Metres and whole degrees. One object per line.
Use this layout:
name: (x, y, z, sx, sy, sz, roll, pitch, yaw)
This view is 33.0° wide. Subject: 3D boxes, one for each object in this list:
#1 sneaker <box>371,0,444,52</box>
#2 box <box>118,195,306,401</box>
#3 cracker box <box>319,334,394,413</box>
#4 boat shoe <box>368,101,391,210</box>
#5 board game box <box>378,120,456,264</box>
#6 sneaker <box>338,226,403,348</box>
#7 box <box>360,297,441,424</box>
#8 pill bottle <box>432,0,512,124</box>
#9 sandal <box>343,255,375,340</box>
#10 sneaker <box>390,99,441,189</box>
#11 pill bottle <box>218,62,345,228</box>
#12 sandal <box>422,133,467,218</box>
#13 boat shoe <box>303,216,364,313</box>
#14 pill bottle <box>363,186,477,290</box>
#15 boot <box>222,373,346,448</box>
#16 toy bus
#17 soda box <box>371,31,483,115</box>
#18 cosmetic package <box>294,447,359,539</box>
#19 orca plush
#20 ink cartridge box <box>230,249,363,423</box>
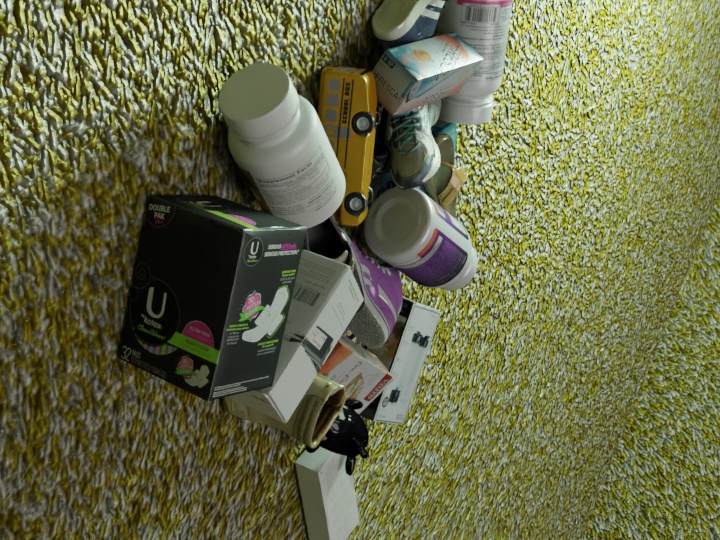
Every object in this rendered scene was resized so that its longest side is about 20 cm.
sneaker: (0.091, -0.374, 1.711, 0.200, 0.075, 0.085, -48, 144, -19)
box: (-0.172, 0.026, 1.406, 0.124, 0.148, 0.201, -5, 111, -58)
cracker box: (-0.047, 0.163, 1.757, 0.134, 0.058, 0.200, -46, 151, 4)
boat shoe: (0.014, -0.163, 1.714, 0.069, 0.056, 0.201, -37, 137, -46)
board game box: (0.088, -0.122, 1.881, 0.151, 0.047, 0.201, -36, 136, -46)
sneaker: (-0.001, 0.000, 1.754, 0.114, 0.072, 0.201, -54, 129, -44)
box: (0.054, 0.143, 1.969, 0.116, 0.060, 0.201, 17, 92, -62)
pill bottle: (0.161, -0.327, 1.814, 0.113, 0.113, 0.201, -28, 131, -51)
sandal: (-0.020, 0.073, 1.805, 0.203, 0.050, 0.083, -60, 150, -16)
sneaker: (0.064, -0.205, 1.731, 0.086, 0.077, 0.201, 51, 32, -45)
pill bottle: (-0.097, -0.150, 1.468, 0.115, 0.114, 0.200, -58, 149, -22)
sandal: (0.135, -0.125, 1.855, 0.080, 0.054, 0.201, -48, 144, -36)
boat shoe: (-0.047, -0.015, 1.620, 0.074, 0.073, 0.201, -35, 118, -10)
pill bottle: (0.097, -0.039, 1.787, 0.200, 0.111, 0.112, 33, 78, -55)
boot: (-0.080, 0.122, 1.617, 0.201, 0.155, 0.073, -65, 151, -10)
toy bus: (-0.019, -0.164, 1.611, 0.065, 0.078, 0.201, -57, 154, -71)
soda box: (0.089, -0.275, 1.684, 0.200, 0.064, 0.068, -29, 161, -54)
cosmetic package: (-0.052, 0.352, 1.918, 0.083, 0.050, 0.201, -47, 144, -40)
orca plush: (-0.020, 0.260, 1.784, 0.105, 0.071, 0.200, -33, 149, -16)
ink cartridge box: (-0.111, 0.072, 1.546, 0.201, 0.144, 0.084, -57, 149, -23)
